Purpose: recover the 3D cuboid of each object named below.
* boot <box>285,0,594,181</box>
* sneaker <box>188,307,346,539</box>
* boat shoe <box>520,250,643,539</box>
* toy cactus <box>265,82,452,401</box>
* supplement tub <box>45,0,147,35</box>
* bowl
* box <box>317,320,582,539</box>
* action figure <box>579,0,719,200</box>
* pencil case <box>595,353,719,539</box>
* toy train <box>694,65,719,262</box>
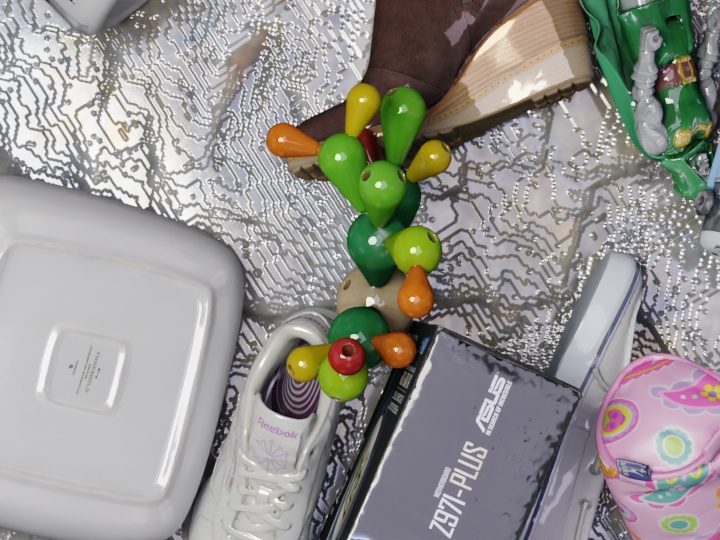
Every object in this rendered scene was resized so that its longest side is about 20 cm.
[{"bbox_3d":[0.028,-0.155,1.283,0.199,0.072,0.167,-21,78,0],"label":"boot"},{"bbox_3d":[-0.058,0.116,1.249,0.074,0.100,0.202,15,88,6],"label":"sneaker"},{"bbox_3d":[0.145,0.094,1.268,0.085,0.075,0.203,20,91,-1],"label":"boat shoe"},{"bbox_3d":[0.000,0.000,1.185,0.101,0.166,0.201,0,56,0],"label":"toy cactus"},{"bbox_3d":[-0.183,-0.244,1.239,0.200,0.123,0.123,45,89,-1],"label":"supplement tub"},{"bbox_3d":[-0.165,0.056,1.232,0.198,0.075,0.202,16,88,-19],"label":"bowl"},{"bbox_3d":[0.041,0.119,1.202,0.086,0.200,0.165,24,89,-2],"label":"box"},{"bbox_3d":[0.176,-0.139,1.272,0.118,0.055,0.202,-21,100,-37],"label":"action figure"},{"bbox_3d":[0.193,0.133,1.213,0.087,0.200,0.088,-12,48,14],"label":"pencil case"},{"bbox_3d":[0.258,-0.077,1.255,0.114,0.087,0.201,20,85,-23],"label":"toy train"}]
